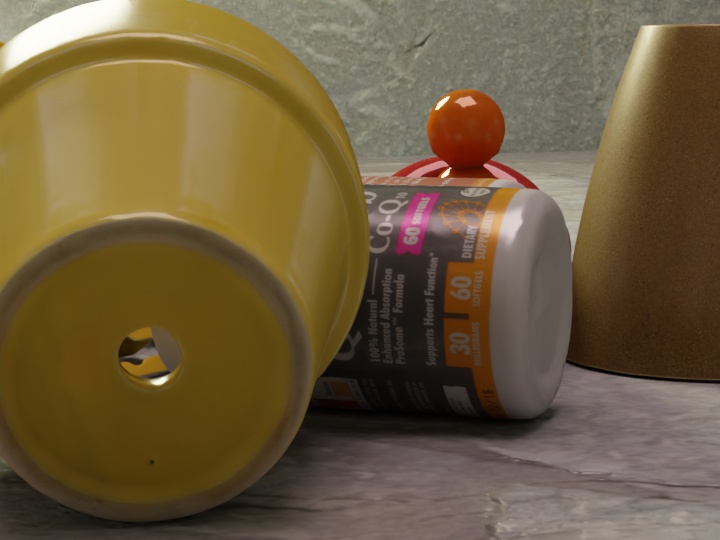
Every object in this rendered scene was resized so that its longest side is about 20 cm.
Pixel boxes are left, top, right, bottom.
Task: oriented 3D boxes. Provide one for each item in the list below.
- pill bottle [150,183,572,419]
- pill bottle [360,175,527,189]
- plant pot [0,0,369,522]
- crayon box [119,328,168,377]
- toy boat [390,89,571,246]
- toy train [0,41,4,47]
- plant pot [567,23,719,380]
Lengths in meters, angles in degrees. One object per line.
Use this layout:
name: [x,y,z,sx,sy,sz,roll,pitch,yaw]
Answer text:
pill bottle: [0.001,0.014,0.942,0.199,0.117,0.116,2,7,19]
pill bottle: [0.000,0.000,1.078,0.199,0.113,0.112,3,7,25]
plant pot: [-0.089,0.004,0.775,0.200,0.201,0.189,-1,22,-7]
crayon box: [-0.188,-0.012,1.074,0.052,0.200,0.126,-38,-15,29]
toy boat: [0.069,-0.054,1.216,0.130,0.131,0.200,1,9,-1]
toy train: [-0.309,-0.126,1.229,0.150,0.056,0.200,-11,-16,-46]
plant pot: [0.214,-0.047,1.104,0.186,0.201,0.186,0,8,0]
